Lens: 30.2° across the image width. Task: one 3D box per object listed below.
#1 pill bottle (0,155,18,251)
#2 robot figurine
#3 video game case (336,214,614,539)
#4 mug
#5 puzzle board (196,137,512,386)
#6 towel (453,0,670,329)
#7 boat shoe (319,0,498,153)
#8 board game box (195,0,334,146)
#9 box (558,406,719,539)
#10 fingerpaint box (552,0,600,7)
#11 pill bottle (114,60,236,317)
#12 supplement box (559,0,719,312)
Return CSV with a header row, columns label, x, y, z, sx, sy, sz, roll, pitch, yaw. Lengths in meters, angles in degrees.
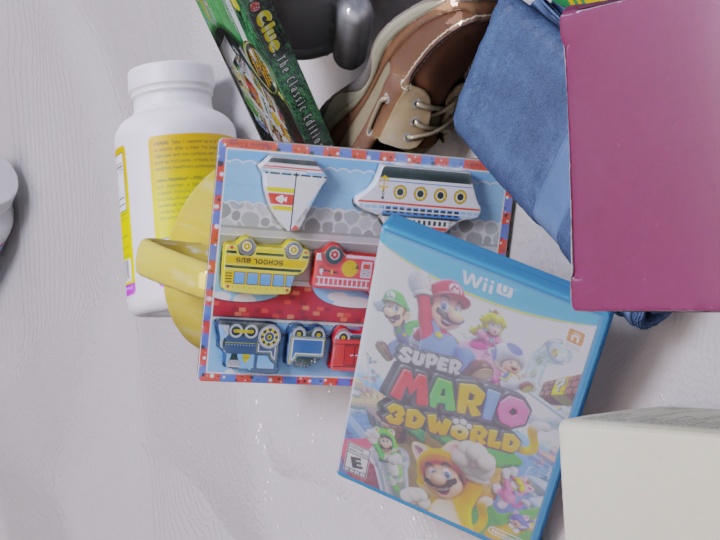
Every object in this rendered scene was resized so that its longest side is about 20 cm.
label,x,y,z,sx,sy,sz,roll,pitch,yaw
pill bottle,-0.454,-0.043,1.498,0.201,0.107,0.110,-52,53,40
robot figurine,-0.042,-0.221,0.925,0.171,0.112,0.200,61,168,15
video game case,0.063,0.076,0.815,0.141,0.018,0.202,22,127,15
mug,-0.048,0.017,0.934,0.152,0.186,0.151,20,132,41
puzzle board,0.000,0.000,0.847,0.017,0.197,0.153,-143,58,-69
towel,0.134,-0.068,0.786,0.201,0.048,0.113,53,132,36
boat shoe,0.038,-0.115,0.896,0.200,0.075,0.073,-45,61,54
board game box,-0.073,-0.151,0.901,0.105,0.023,0.202,43,162,50
box,0.202,0.115,0.672,0.199,0.094,0.079,-3,89,54
fingerpaint box,0.171,-0.228,0.711,0.167,0.073,0.203,41,122,44
pill bottle,-0.149,-0.066,1.108,0.104,0.103,0.204,-11,82,51
supplement box,0.191,-0.051,0.592,0.102,0.198,0.133,0,92,52
